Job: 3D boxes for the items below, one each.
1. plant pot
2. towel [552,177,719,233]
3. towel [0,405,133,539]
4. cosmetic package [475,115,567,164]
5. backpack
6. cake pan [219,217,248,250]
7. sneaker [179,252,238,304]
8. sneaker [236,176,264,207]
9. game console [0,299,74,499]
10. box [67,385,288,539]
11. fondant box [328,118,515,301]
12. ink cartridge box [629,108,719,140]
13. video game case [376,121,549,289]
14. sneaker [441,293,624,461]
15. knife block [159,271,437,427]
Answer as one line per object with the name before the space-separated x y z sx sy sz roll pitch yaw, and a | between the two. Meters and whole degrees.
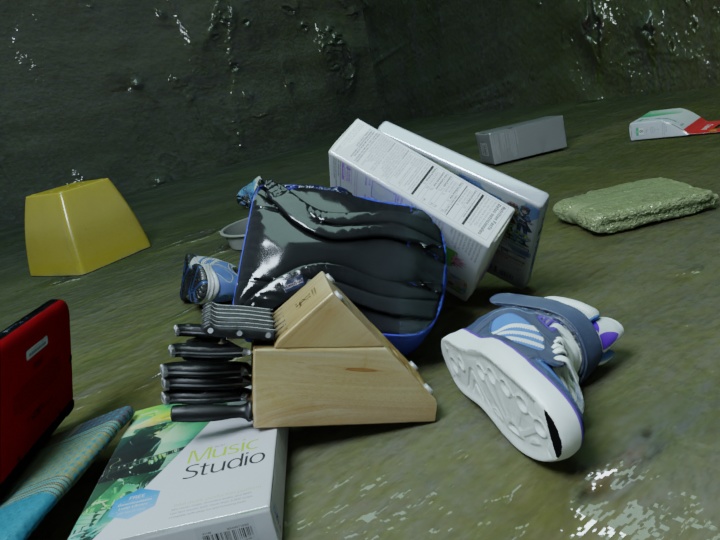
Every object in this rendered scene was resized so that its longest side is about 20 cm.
plant pot | -0.636 -0.105 1.484 0.200 0.177 0.200 0 20 33
towel | 0.410 -0.099 0.985 0.199 0.037 0.148 -13 17 -6
towel | -0.281 0.184 0.518 0.146 0.022 0.200 -22 13 14
cosmetic package | 0.408 -0.332 1.658 0.199 0.090 0.107 -17 14 -7
backpack | -0.013 0.006 0.683 0.199 0.163 0.168 5 -18 2
cake pan | -0.188 -0.086 1.351 0.200 0.037 0.200 -11 17 3
sneaker | -0.235 0.018 1.020 0.077 0.076 0.200 5 9 -25
sneaker | -0.285 -0.194 1.749 0.090 0.078 0.200 -32 15 -1
game console | -0.336 0.126 0.561 0.118 0.173 0.200 1 11 -7
box | -0.132 0.157 0.524 0.144 0.036 0.200 -12 15 -1
fondant box | 0.060 -0.064 0.740 0.200 0.144 0.058 34 69 13
ink cartridge box | 0.767 -0.355 1.553 0.200 0.050 0.161 1 21 42
video game case | 0.113 -0.071 0.755 0.200 0.182 0.022 30 69 21
sneaker | 0.163 0.069 0.529 0.146 0.081 0.200 -20 12 -11
knife block | -0.060 0.097 0.549 0.176 0.200 0.064 -42 19 4
